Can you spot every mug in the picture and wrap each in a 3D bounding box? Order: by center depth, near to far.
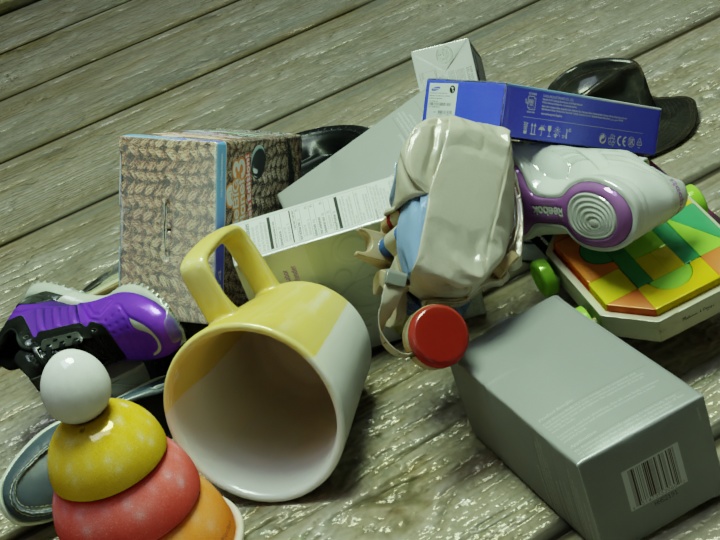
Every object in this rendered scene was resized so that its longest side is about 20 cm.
[{"bbox_3d":[-0.059,0.065,1.093,0.148,0.188,0.153,9,24,15],"label":"mug"}]

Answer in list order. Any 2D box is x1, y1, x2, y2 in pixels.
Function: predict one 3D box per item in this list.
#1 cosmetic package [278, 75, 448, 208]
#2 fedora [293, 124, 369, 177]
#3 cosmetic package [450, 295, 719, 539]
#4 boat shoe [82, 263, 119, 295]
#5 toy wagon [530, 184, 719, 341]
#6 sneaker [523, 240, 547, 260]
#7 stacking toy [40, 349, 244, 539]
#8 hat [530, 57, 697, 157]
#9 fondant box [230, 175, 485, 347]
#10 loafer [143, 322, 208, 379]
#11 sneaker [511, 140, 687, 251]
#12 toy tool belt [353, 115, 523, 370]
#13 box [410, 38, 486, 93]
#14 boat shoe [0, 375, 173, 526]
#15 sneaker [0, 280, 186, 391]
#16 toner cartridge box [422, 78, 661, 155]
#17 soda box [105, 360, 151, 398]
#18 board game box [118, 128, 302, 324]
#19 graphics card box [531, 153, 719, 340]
[{"bbox_3d":[0.035,-0.073,1.268,0.199,0.107,0.090,-38,41,4],"label":"cosmetic package"},{"bbox_3d":[-0.060,-0.078,1.457,0.199,0.092,0.201,-14,26,7],"label":"fedora"},{"bbox_3d":[0.155,0.104,0.975,0.106,0.091,0.200,-26,24,-11],"label":"cosmetic package"},{"bbox_3d":[-0.215,0.008,1.411,0.198,0.074,0.065,-23,31,-11],"label":"boat shoe"},{"bbox_3d":[0.215,-0.021,1.106,0.154,0.040,0.200,-25,42,-7],"label":"toy wagon"},{"bbox_3d":[0.147,-0.061,1.317,0.199,0.071,0.073,14,39,44],"label":"sneaker"},{"bbox_3d":[-0.176,0.141,0.977,0.145,0.202,0.146,-14,25,7],"label":"stacking toy"},{"bbox_3d":[0.259,-0.183,1.474,0.199,0.082,0.201,-14,25,7],"label":"hat"},{"bbox_3d":[0.000,0.000,1.199,0.198,0.145,0.059,-16,43,3],"label":"fondant box"},{"bbox_3d":[-0.159,0.072,1.267,0.071,0.074,0.199,-24,29,-38],"label":"loafer"},{"bbox_3d":[0.174,-0.063,1.100,0.099,0.076,0.199,-19,26,-32],"label":"sneaker"},{"bbox_3d":[0.059,-0.012,1.058,0.124,0.202,0.123,13,-17,-11],"label":"toy tool belt"},{"bbox_3d":[0.105,-0.173,1.434,0.060,0.118,0.200,-13,0,9],"label":"box"},{"bbox_3d":[-0.206,0.146,1.131,0.199,0.075,0.062,-25,3,-33],"label":"boat shoe"},{"bbox_3d":[-0.240,0.066,1.173,0.199,0.070,0.100,1,38,38],"label":"sneaker"},{"bbox_3d":[0.156,-0.130,1.156,0.199,0.044,0.095,2,8,-41],"label":"toner cartridge box"},{"bbox_3d":[-0.249,0.093,1.270,0.063,0.069,0.200,-26,26,-18],"label":"soda box"},{"bbox_3d":[-0.137,-0.047,1.274,0.096,0.161,0.200,5,9,19],"label":"board game box"},{"bbox_3d":[0.228,-0.035,1.189,0.124,0.051,0.200,-23,42,-12],"label":"graphics card box"}]
